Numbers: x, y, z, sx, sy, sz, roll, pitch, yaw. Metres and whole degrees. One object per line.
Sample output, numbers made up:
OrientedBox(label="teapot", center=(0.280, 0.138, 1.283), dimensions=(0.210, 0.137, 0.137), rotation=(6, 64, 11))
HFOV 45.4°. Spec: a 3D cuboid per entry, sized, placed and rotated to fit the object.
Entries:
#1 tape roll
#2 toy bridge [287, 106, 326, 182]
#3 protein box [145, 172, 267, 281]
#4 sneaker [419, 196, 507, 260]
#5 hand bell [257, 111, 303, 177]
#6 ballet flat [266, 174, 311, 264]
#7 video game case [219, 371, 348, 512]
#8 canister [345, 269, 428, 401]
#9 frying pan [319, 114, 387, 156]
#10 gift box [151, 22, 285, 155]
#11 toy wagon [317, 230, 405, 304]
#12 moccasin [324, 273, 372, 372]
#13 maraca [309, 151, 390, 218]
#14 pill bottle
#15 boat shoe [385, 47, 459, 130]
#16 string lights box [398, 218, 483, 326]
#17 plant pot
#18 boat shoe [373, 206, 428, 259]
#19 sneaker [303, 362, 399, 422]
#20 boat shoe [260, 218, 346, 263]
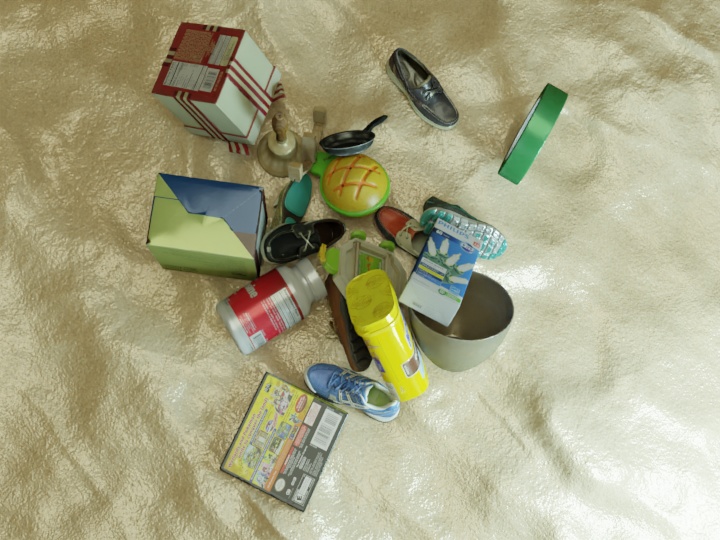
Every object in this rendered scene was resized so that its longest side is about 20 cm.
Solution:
OrientedBox(label="tape roll", center=(0.339, -0.269, 1.701), dimensions=(0.048, 0.201, 0.203), rotation=(28, 77, 2))
OrientedBox(label="toy bridge", center=(-0.102, -0.244, 1.714), dimensions=(0.027, 0.068, 0.202), rotation=(10, 48, 9))
OrientedBox(label="protein box", center=(-0.280, -0.076, 1.614), dimensions=(0.195, 0.200, 0.138), rotation=(7, 77, -2))
OrientedBox(label="sneaker", center=(0.207, -0.093, 1.719), dimensions=(0.198, 0.092, 0.078), rotation=(26, 121, -18))
OrientedBox(label="hand bell", center=(-0.154, -0.263, 1.664), dimensions=(0.102, 0.200, 0.106), rotation=(1, 77, -3))
OrientedBox(label="ballet flat", center=(-0.149, -0.104, 1.699), dimensions=(0.069, 0.071, 0.203), rotation=(12, 66, -1))
OrientedBox(label="video game case", center=(-0.143, 0.323, 1.629), dimensions=(0.178, 0.026, 0.203), rotation=(26, 78, 1))
OrientedBox(label="canister", center=(0.051, 0.121, 1.565), dimensions=(0.085, 0.149, 0.202), rotation=(-22, 125, 6))
OrientedBox(label="frying pan", center=(-0.016, -0.269, 1.729), dimensions=(0.113, 0.191, 0.031), rotation=(-1, 116, 16))
OrientedBox(label="gift box", center=(-0.263, -0.348, 1.673), dimensions=(0.197, 0.187, 0.187), rotation=(19, 79, 25))
OrientedBox(label="toy wagon", center=(0.000, 0.000, 1.657), dimensions=(0.197, 0.040, 0.158), rotation=(19, 56, -25))
OrientedBox(label="moccasin", center=(-0.028, 0.099, 1.662), dimensions=(0.073, 0.078, 0.204), rotation=(-10, 72, -38))
OrientedBox(label="maraca", center=(-0.022, -0.183, 1.710), dimensions=(0.136, 0.108, 0.201), rotation=(-28, 55, -12))
OrientedBox(label="pill bottle", center=(-0.167, 0.063, 1.638), dimensions=(0.198, 0.112, 0.113), rotation=(-32, 82, -10))
OrientedBox(label="boat shoe", center=(0.129, -0.376, 1.778), dimensions=(0.072, 0.065, 0.201), rotation=(-39, 84, -13))
OrientedBox(label="string lights box", center=(0.151, 0.000, 1.590), dimensions=(0.102, 0.059, 0.201), rotation=(27, 42, 1))
OrientedBox(label="plant pot", center=(0.183, 0.111, 1.629), dimensions=(0.196, 0.136, 0.202), rotation=(2, 40, -2))
OrientedBox(label="boat shoe", center=(0.109, -0.061, 1.711), dimensions=(0.199, 0.063, 0.071), rotation=(41, 80, 6))
OrientedBox(label="sneaker", center=(-0.012, 0.220, 1.628), dimensions=(0.197, 0.077, 0.077), rotation=(20, 66, -2))
OrientedBox(label="boat shoe", center=(-0.109, -0.061, 1.637), dimensions=(0.198, 0.067, 0.073), rotation=(-18, 97, -47))
